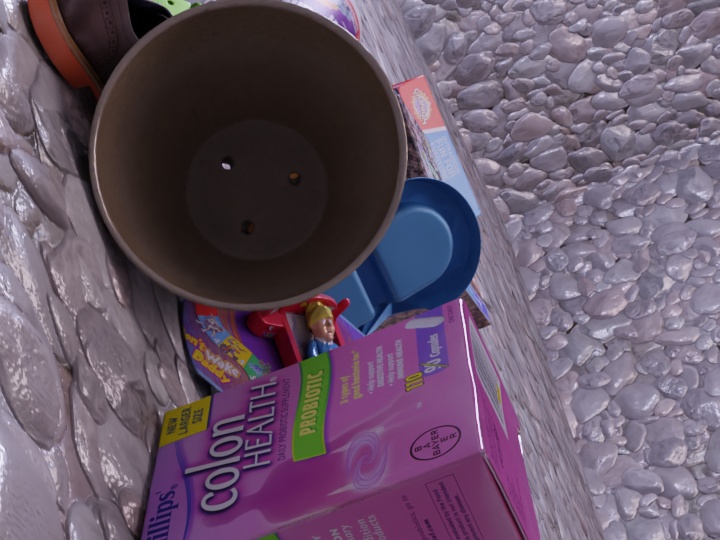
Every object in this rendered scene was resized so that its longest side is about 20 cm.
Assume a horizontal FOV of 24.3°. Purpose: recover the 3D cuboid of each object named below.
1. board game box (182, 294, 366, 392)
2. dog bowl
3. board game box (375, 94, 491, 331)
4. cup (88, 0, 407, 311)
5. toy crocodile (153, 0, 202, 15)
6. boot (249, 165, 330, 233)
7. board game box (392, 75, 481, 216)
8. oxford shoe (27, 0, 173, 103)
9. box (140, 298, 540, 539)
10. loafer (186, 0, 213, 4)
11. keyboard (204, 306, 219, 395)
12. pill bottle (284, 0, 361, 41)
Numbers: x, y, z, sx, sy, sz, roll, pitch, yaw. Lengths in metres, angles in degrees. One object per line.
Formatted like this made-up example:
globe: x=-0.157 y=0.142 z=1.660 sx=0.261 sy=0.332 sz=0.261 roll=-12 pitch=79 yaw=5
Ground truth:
board game box: x=-0.030 y=0.057 z=1.167 sx=0.200 sy=0.039 sz=0.158 roll=40 pitch=34 yaw=-5
dog bowl: x=0.000 y=0.000 z=1.339 sx=0.112 sy=0.200 sz=0.050 roll=65 pitch=-17 yaw=-19
board game box: x=0.003 y=-0.025 z=1.475 sx=0.097 sy=0.159 sz=0.200 roll=49 pitch=21 yaw=-62
cup: x=-0.072 y=-0.065 z=1.116 sx=0.143 sy=0.200 sz=0.201 roll=104 pitch=-34 yaw=-82
toy crocodile: x=-0.160 y=-0.215 z=1.309 sx=0.067 sy=0.062 sz=0.200 roll=11 pitch=47 yaw=-29
boot: x=-0.050 y=-0.056 z=1.294 sx=0.201 sy=0.144 sz=0.071 roll=-47 pitch=116 yaw=-80
board game box: x=0.019 y=-0.103 z=1.707 sx=0.040 sy=0.200 sz=0.153 roll=-30 pitch=102 yaw=-36
oxford shoe: x=-0.148 y=-0.135 z=1.137 sx=0.200 sy=0.072 sz=0.071 roll=50 pitch=21 yaw=-62
box: x=-0.011 y=0.126 z=0.937 sx=0.176 sy=0.200 sz=0.097 roll=-90 pitch=156 yaw=-64
loafer: x=-0.119 y=-0.221 z=1.499 sx=0.200 sy=0.070 sz=0.070 roll=-70 pitch=137 yaw=-76
keyboard: x=-0.091 y=0.083 z=1.159 sx=0.056 sy=0.011 sz=0.200 roll=55 pitch=16 yaw=-54
pill bottle: x=-0.073 y=-0.165 z=1.355 sx=0.112 sy=0.111 sz=0.200 roll=64 pitch=25 yaw=-23
